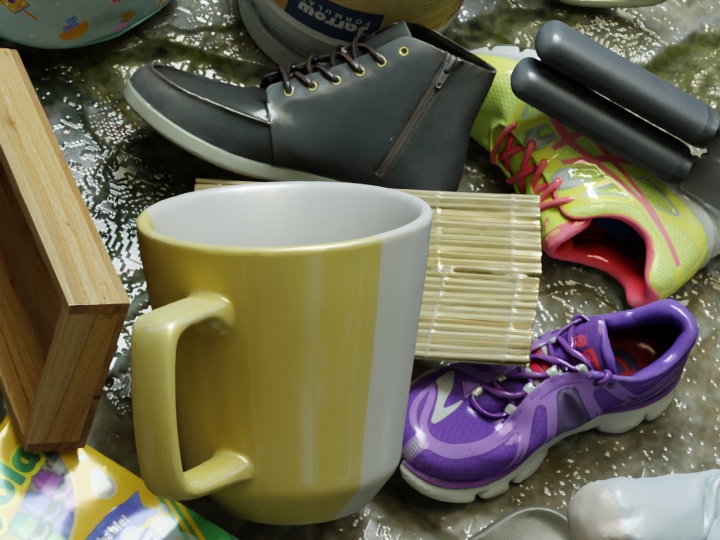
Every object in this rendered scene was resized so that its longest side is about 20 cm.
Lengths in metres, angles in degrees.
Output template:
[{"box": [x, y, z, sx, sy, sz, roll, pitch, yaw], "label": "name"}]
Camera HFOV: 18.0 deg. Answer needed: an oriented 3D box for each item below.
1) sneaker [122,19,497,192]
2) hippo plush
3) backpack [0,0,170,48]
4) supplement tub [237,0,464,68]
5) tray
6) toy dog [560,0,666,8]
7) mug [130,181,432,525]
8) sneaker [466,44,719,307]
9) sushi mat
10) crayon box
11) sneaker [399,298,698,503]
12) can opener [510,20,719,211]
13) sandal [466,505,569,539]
[{"box": [-0.028, -0.105, 1.281, 0.199, 0.107, 0.075, 17, 19, -14], "label": "sneaker"}, {"box": [0.197, 0.188, 1.132, 0.199, 0.160, 0.161, -15, 52, -15], "label": "hippo plush"}, {"box": [-0.182, -0.234, 1.302, 0.175, 0.153, 0.200, -29, 77, -36], "label": "backpack"}, {"box": [0.008, -0.212, 1.313, 0.143, 0.200, 0.145, 8, 56, -12], "label": "supplement tub"}, {"box": [-0.173, -0.014, 1.159, 0.037, 0.099, 0.200, -2, 43, -29], "label": "tray"}, {"box": [0.126, -0.279, 1.451, 0.193, 0.140, 0.201, -7, 55, 22], "label": "toy dog"}, {"box": [-0.053, 0.047, 1.150, 0.186, 0.154, 0.149, -9, 17, -28], "label": "mug"}, {"box": [0.119, -0.054, 1.324, 0.200, 0.078, 0.090, 35, 57, 6], "label": "sneaker"}, {"box": [0.000, 0.000, 1.236, 0.199, 0.012, 0.096, 4, 70, 11], "label": "sushi mat"}, {"box": [-0.149, 0.155, 1.123, 0.199, 0.052, 0.126, 31, 55, 4], "label": "crayon box"}, {"box": [0.099, 0.058, 1.242, 0.199, 0.084, 0.081, -22, 67, -27], "label": "sneaker"}, {"box": [0.180, -0.084, 1.306, 0.199, 0.053, 0.067, 28, 27, -11], "label": "can opener"}, {"box": [0.053, 0.183, 1.166, 0.200, 0.055, 0.082, -34, 73, -32], "label": "sandal"}]
